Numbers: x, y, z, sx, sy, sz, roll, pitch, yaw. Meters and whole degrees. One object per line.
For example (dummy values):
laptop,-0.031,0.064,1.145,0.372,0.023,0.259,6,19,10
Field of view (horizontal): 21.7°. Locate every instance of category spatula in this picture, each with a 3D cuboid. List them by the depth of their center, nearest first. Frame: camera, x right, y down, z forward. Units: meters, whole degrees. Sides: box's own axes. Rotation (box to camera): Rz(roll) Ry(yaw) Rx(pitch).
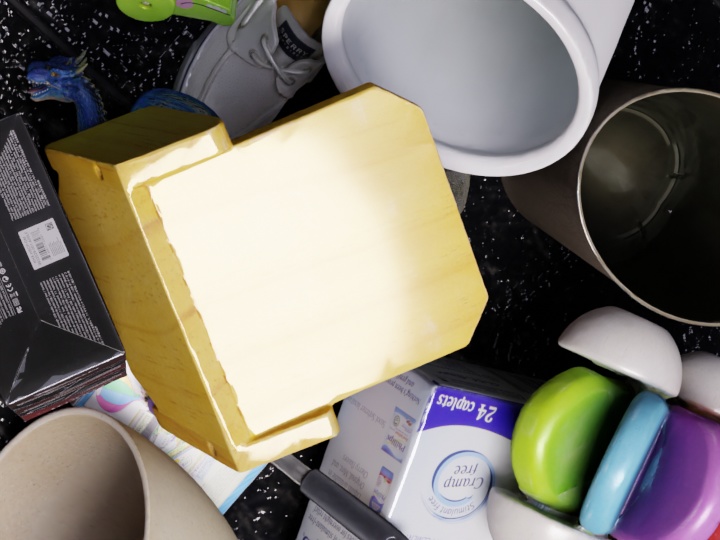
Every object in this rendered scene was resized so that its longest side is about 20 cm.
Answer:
spatula,-0.047,0.123,1.203,0.200,0.021,0.057,36,82,10

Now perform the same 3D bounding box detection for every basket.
basket,0.180,-0.059,1.233,0.180,0.200,0.136,30,93,-21

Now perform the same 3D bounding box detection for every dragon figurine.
dragon figurine,-0.123,-0.075,1.181,0.199,0.059,0.100,16,117,3

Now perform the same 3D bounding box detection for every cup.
cup,-0.152,0.203,1.206,0.143,0.200,0.201,26,94,-42

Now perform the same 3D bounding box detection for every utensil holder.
utensil holder,0.089,-0.188,1.151,0.170,0.170,0.200,42,51,-22

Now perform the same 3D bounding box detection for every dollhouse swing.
dollhouse swing,-0.055,-0.015,1.134,0.176,0.182,0.201,-29,111,-21

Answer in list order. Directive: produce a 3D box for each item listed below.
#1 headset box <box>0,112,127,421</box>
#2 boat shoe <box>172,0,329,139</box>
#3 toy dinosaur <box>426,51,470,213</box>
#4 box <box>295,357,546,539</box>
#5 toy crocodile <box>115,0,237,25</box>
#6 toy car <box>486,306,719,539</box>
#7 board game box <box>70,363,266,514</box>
headset box,-0.201,0.005,1.120,0.077,0.200,0.149,-23,87,-10
boat shoe,-0.050,-0.149,1.204,0.071,0.070,0.200,40,91,-21
toy dinosaur,0.033,-0.071,1.232,0.102,0.077,0.201,-15,95,-11
box,0.067,0.170,1.285,0.183,0.105,0.201,14,99,-32
toy crocodile,-0.167,-0.195,1.162,0.199,0.062,0.068,13,63,-26
toy car,0.191,0.133,1.193,0.200,0.150,0.175,26,90,-34
board game box,-0.082,0.050,1.261,0.134,0.034,0.200,42,87,-23
